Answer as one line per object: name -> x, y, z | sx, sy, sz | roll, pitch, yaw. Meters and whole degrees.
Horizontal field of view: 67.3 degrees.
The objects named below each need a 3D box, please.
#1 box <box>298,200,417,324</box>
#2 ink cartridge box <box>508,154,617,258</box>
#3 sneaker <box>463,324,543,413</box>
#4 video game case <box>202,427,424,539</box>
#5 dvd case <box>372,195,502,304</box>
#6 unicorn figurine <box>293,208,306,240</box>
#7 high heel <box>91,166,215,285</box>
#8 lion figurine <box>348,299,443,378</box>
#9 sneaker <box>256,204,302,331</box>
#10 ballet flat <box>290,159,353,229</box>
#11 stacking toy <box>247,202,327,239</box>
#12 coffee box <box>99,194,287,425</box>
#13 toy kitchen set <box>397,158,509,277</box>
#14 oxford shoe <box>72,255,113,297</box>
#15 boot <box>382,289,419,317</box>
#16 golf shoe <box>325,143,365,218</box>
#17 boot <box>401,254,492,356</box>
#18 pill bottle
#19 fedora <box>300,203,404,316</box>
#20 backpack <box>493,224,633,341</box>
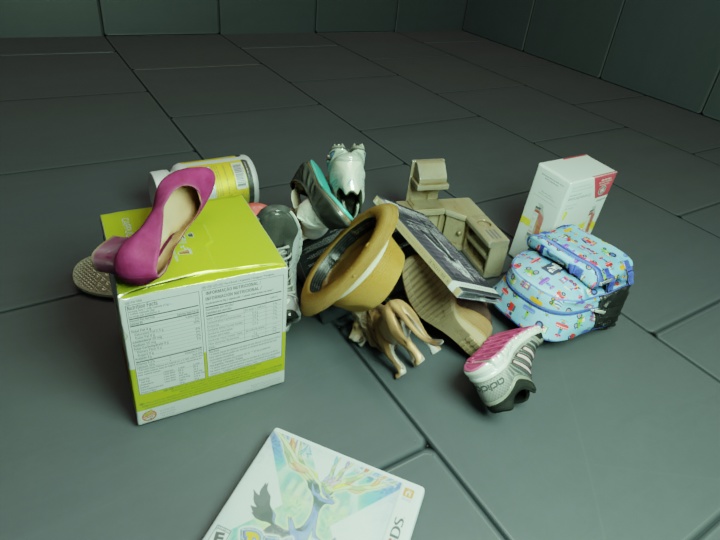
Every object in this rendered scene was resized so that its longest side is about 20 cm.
box -> 0.002, -0.017, 0.904 | 0.197, 0.080, 0.142 | -23, 36, -4
ink cartridge box -> 0.391, -0.109, 1.057 | 0.143, 0.203, 0.083 | -16, 42, -31
sneaker -> 0.215, 0.140, 0.771 | 0.073, 0.089, 0.199 | -22, 0, 37
video game case -> -0.047, 0.273, 0.577 | 0.196, 0.022, 0.183 | 17, 35, 14
dvd case -> 0.116, -0.029, 0.808 | 0.148, 0.016, 0.201 | 11, 35, -54
unicorn figurine -> -0.109, -0.072, 1.039 | 0.197, 0.075, 0.138 | -22, 51, -14
high heel -> -0.207, -0.055, 0.626 | 0.094, 0.068, 0.201 | 9, 48, 26
lion figurine -> 0.048, 0.080, 0.760 | 0.072, 0.200, 0.124 | -27, 78, -25
sneaker -> -0.112, 0.011, 0.796 | 0.073, 0.203, 0.116 | -9, 44, -14
ballet flat -> -0.066, -0.102, 0.828 | 0.068, 0.068, 0.201 | -39, 34, 6
stacking toy -> -0.146, -0.064, 0.891 | 0.196, 0.148, 0.147 | -14, 32, 11
coffee box -> -0.223, 0.040, 0.727 | 0.196, 0.201, 0.200 | -12, 37, -26
toy kitchen set -> 0.158, -0.099, 1.032 | 0.196, 0.166, 0.181 | -5, 35, -17
oxford shoe -> -0.364, 0.005, 0.886 | 0.195, 0.077, 0.058 | -7, -6, -6
boot -> 0.059, 0.014, 0.943 | 0.129, 0.069, 0.199 | -26, 44, -31
golf shoe -> -0.028, -0.122, 0.916 | 0.076, 0.201, 0.099 | -5, 68, -3
boot -> 0.141, 0.025, 0.861 | 0.201, 0.072, 0.167 | 50, 30, -16
pill bottle -> -0.313, -0.163, 1.084 | 0.197, 0.116, 0.114 | -15, 39, -29
fedora -> 0.000, 0.000, 0.761 | 0.082, 0.200, 0.202 | 39, 28, -19
backpack -> 0.326, 0.023, 0.906 | 0.197, 0.137, 0.183 | -13, 39, -29
